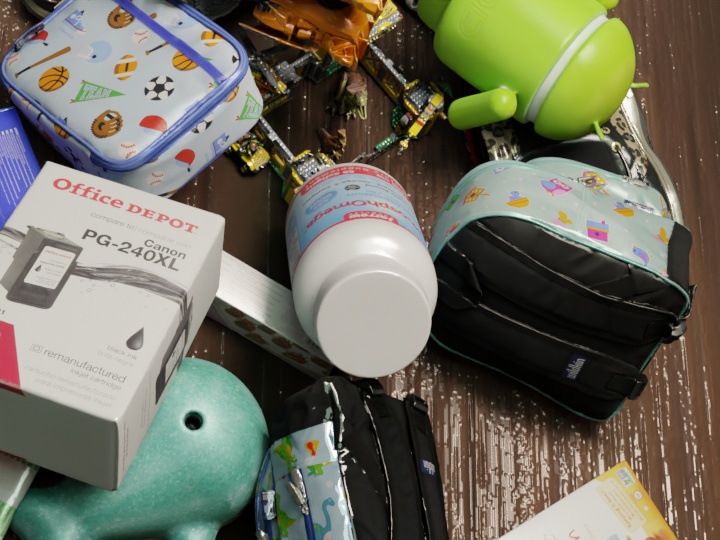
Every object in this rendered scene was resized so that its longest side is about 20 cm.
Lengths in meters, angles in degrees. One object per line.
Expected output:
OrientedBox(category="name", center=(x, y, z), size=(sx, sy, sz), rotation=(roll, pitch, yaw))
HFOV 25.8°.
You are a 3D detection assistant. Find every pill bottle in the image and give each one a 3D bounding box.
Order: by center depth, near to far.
OrientedBox(category="pill bottle", center=(0.000, 0.000, 1.182), size=(0.107, 0.110, 0.200), rotation=(14, 20, -12))

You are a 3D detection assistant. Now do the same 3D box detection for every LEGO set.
OrientedBox(category="LEGO set", center=(-0.014, -0.155, 1.305), size=(0.199, 0.116, 0.155), rotation=(-26, 76, -26))

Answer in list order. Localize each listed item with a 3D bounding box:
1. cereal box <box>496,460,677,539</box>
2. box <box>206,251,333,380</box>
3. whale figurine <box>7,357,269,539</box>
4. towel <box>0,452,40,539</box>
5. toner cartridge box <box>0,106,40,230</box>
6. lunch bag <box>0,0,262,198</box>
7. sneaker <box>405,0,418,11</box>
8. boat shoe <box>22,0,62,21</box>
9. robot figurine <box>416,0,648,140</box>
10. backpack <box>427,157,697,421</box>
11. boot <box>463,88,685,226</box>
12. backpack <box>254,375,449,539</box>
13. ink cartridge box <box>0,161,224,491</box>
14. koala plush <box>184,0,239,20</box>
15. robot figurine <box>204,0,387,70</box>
OrientedBox(category="cereal box", center=(0.166, 0.256, 1.214), size=(0.199, 0.040, 0.145), rotation=(-27, 76, -27))
OrientedBox(category="box", center=(-0.102, 0.017, 1.240), size=(0.199, 0.039, 0.042), rotation=(30, 59, -3))
OrientedBox(category="whale figurine", center=(-0.156, 0.142, 1.126), size=(0.199, 0.104, 0.160), rotation=(-29, 77, -25))
OrientedBox(category="towel", center=(-0.302, 0.128, 1.098), size=(0.151, 0.023, 0.202), rotation=(25, 70, 6))
OrientedBox(category="toner cartridge box", center=(-0.274, -0.020, 1.198), size=(0.094, 0.043, 0.202), rotation=(-17, 72, -25))
OrientedBox(category="lunch bag", center=(-0.179, -0.151, 1.227), size=(0.160, 0.076, 0.200), rotation=(-43, 57, -12))
OrientedBox(category="sneaker", center=(0.108, -0.234, 1.399), size=(0.200, 0.091, 0.066), rotation=(43, 61, 5))
OrientedBox(category="boat shoe", center=(-0.210, -0.289, 1.330), size=(0.074, 0.073, 0.201), rotation=(31, 60, -2))
OrientedBox(category="robot figurine", center=(0.141, -0.189, 1.302), size=(0.199, 0.116, 0.176), rotation=(38, 61, 10))
OrientedBox(category="backpack", center=(0.147, 0.000, 1.256), size=(0.198, 0.177, 0.154), rotation=(17, 44, -9))
OrientedBox(category="boot", center=(0.185, -0.071, 1.365), size=(0.152, 0.074, 0.206), rotation=(-17, 79, -15))
OrientedBox(category="backpack", center=(0.000, 0.199, 1.127), size=(0.163, 0.153, 0.202), rotation=(23, 39, -57))
OrientedBox(category="ink cartridge box", center=(-0.194, 0.032, 1.088), size=(0.144, 0.084, 0.201), rotation=(17, 48, 6))
OrientedBox(category="koala plush", center=(-0.059, -0.291, 1.322), size=(0.200, 0.177, 0.185), rotation=(-37, 93, -38))
OrientedBox(category="robot figurine", center=(-0.077, -0.231, 1.200), size=(0.198, 0.145, 0.059), rotation=(20, 60, -5))
